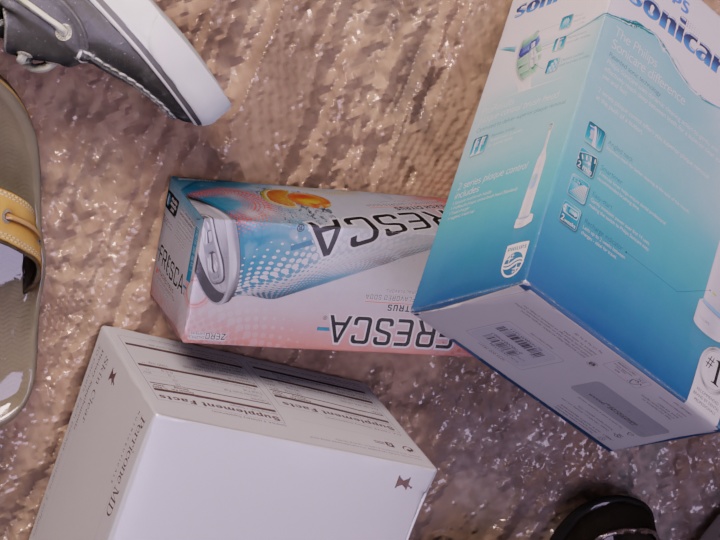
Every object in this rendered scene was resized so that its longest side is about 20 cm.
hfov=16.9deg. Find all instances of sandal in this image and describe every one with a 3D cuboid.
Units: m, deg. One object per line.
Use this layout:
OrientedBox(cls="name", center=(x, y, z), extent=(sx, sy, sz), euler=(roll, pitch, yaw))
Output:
OrientedBox(cls="sandal", center=(-0.184, -0.008, 1.148), extent=(0.080, 0.054, 0.201), euler=(-10, 114, -17))

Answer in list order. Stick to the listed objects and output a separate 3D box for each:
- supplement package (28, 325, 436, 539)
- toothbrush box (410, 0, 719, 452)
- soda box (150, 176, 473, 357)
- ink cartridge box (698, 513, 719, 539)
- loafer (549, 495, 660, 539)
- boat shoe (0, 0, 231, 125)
OrientedBox(cls="supplement package", center=(-0.079, 0.152, 1.224), extent=(0.155, 0.111, 0.201), euler=(13, 105, -26))
OrientedBox(cls="toothbrush box", center=(0.127, -0.035, 1.187), extent=(0.146, 0.085, 0.201), euler=(34, 61, -30))
OrientedBox(cls="soda box", center=(0.000, 0.000, 1.219), extent=(0.199, 0.064, 0.069), euler=(3, 110, -23))
OrientedBox(cls="ink cartridge box", center=(0.299, 0.147, 1.384), extent=(0.145, 0.084, 0.200), euler=(37, 94, -29))
OrientedBox(cls="loafer", center=(0.139, 0.222, 1.359), extent=(0.073, 0.071, 0.201), euler=(-2, 112, -20))
OrientedBox(cls="boat shoe", center=(-0.144, -0.127, 1.111), extent=(0.064, 0.071, 0.200), euler=(-46, 111, 1))
